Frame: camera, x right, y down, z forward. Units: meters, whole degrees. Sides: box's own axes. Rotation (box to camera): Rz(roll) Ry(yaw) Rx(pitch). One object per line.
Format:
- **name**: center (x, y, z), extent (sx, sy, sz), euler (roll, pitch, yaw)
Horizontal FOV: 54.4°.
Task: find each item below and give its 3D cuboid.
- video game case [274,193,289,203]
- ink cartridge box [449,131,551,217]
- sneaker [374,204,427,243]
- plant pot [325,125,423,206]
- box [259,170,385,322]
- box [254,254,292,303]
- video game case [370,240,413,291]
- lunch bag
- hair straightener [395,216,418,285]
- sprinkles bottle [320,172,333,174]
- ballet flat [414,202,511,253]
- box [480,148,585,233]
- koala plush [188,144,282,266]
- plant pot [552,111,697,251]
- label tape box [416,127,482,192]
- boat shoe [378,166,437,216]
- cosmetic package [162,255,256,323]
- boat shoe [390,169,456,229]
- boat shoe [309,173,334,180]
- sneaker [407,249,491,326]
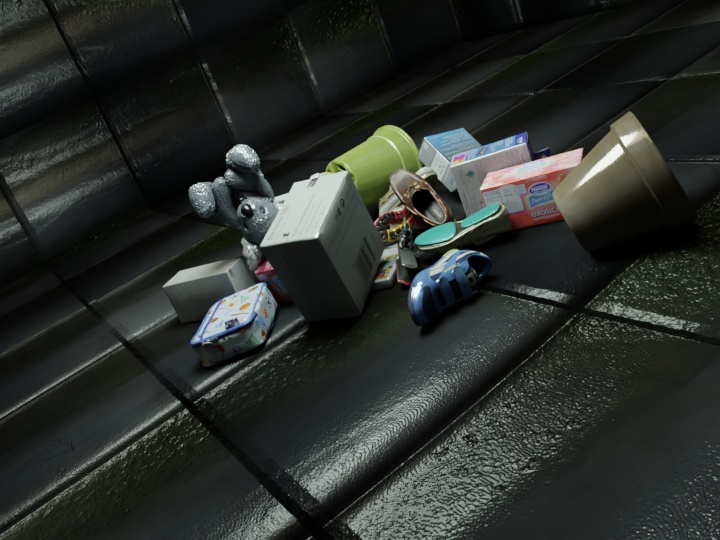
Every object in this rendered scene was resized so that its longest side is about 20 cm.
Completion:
- **video game case**: center (-0.094, -0.121, 1.626), extent (0.197, 0.183, 0.023), euler (-12, 47, 25)
- **ink cartridge box**: center (0.303, -0.198, 1.468), extent (0.197, 0.138, 0.077), euler (-14, 26, 23)
- **sneaker**: center (0.099, -0.116, 1.564), extent (0.198, 0.079, 0.082), euler (-21, -1, -27)
- **plant pot**: center (0.021, -0.232, 1.709), extent (0.188, 0.203, 0.198), euler (-25, 18, -36)
- **box**: center (-0.065, -0.045, 1.345), extent (0.129, 0.201, 0.201), euler (-9, 39, 28)
- **box**: center (-0.140, -0.038, 1.536), extent (0.094, 0.100, 0.202), euler (-10, 40, 29)
- **video game case**: center (0.000, 0.000, 1.476), extent (0.197, 0.023, 0.183), euler (-12, 24, 25)
- **lunch bag**: center (-0.257, 0.109, 1.417), extent (0.158, 0.076, 0.201), euler (-20, 20, 15)
- **hair straightener**: center (0.097, -0.051, 1.397), extent (0.040, 0.078, 0.201), euler (13, 29, -2)
- **sprinkles bottle**: center (-0.090, -0.144, 1.683), extent (0.068, 0.068, 0.201), euler (-37, -20, -33)
- **ballet flat**: center (0.202, -0.067, 1.374), extent (0.197, 0.063, 0.068), euler (-22, 30, 24)
- **box**: center (0.346, -0.154, 1.369), extent (0.197, 0.104, 0.095), euler (-13, 23, 28)
- **koala plush**: center (-0.228, -0.126, 1.500), extent (0.177, 0.184, 0.200), euler (-44, 66, -1)
- **plant pot**: center (0.417, -0.126, 1.145), extent (0.172, 0.201, 0.201), euler (-32, 17, 22)
- **label tape box**: center (0.250, -0.243, 1.652), extent (0.143, 0.064, 0.201), euler (-20, 57, -36)
- **boat shoe**: center (0.098, -0.180, 1.602), extent (0.074, 0.069, 0.200), euler (-6, -27, -39)
- **cosmetic package**: center (-0.341, 0.045, 1.606), extent (0.197, 0.108, 0.090), euler (-11, 23, 25)
- **boat shoe**: center (0.128, -0.152, 1.473), extent (0.071, 0.070, 0.200), euler (-48, 60, 6)
- **boat shoe**: center (-0.066, -0.108, 1.498), extent (0.061, 0.204, 0.072), euler (-5, 8, 21)
- **sneaker**: center (0.152, 0.023, 1.195), extent (0.081, 0.075, 0.200), euler (1, 33, 43)
